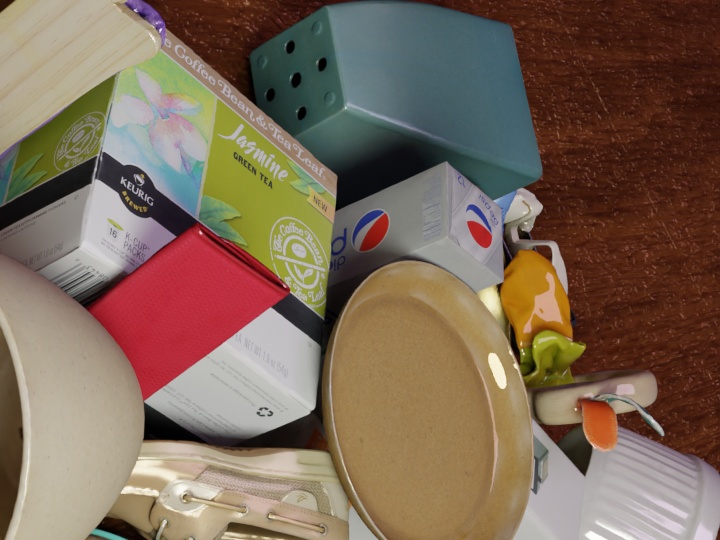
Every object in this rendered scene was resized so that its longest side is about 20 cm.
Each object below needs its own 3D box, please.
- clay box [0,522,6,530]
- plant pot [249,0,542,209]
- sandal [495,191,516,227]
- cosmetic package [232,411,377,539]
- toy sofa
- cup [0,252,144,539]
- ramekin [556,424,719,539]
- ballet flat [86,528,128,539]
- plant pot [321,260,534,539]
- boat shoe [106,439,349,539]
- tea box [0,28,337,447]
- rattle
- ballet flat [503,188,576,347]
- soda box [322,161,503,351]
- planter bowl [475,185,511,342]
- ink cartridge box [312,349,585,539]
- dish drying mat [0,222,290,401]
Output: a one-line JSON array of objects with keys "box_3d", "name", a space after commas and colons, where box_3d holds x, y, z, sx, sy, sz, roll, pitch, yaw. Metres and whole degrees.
[{"box_3d": [-0.207, 0.216, 0.886, 0.115, 0.048, 0.200, 60, 32, -9], "name": "clay box"}, {"box_3d": [0.018, -0.130, 1.345, 0.200, 0.141, 0.142, 13, 60, -46], "name": "plant pot"}, {"box_3d": [0.095, -0.059, 1.451, 0.079, 0.087, 0.200, 1, 77, -57], "name": "sandal"}, {"box_3d": [-0.020, 0.206, 1.142, 0.200, 0.071, 0.101, 55, 34, -19], "name": "cosmetic package"}, {"box_3d": [-0.190, -0.140, 0.989, 0.098, 0.200, 0.083, 48, 36, -17], "name": "toy sofa"}, {"box_3d": [-0.193, 0.077, 0.857, 0.143, 0.200, 0.201, 2, 69, -59], "name": "cup"}, {"box_3d": [0.181, 0.212, 1.317, 0.105, 0.200, 0.200, 31, 40, -5], "name": "ramekin"}, {"box_3d": [-0.103, 0.219, 1.026, 0.200, 0.067, 0.067, 37, 61, -41], "name": "ballet flat"}, {"box_3d": [0.040, 0.094, 1.077, 0.200, 0.027, 0.200, 21, 61, -43], "name": "plant pot"}, {"box_3d": [-0.099, 0.139, 1.008, 0.200, 0.071, 0.065, 3, 71, -17], "name": "boat shoe"}, {"box_3d": [-0.131, -0.017, 1.058, 0.200, 0.134, 0.197, 39, 40, -37], "name": "tea box"}, {"box_3d": [0.165, 0.056, 1.278, 0.200, 0.130, 0.143, 32, 66, -85], "name": "rattle"}, {"box_3d": [0.141, -0.027, 1.519, 0.073, 0.073, 0.200, -19, 86, -57], "name": "ballet flat"}, {"box_3d": [0.000, 0.000, 1.176, 0.068, 0.200, 0.064, 36, 43, -41], "name": "soda box"}, {"box_3d": [0.054, 0.037, 1.316, 0.200, 0.083, 0.201, -3, 90, -71], "name": "planter bowl"}, {"box_3d": [0.046, 0.139, 1.210, 0.200, 0.146, 0.084, 48, 37, -28], "name": "ink cartridge box"}, {"box_3d": [-0.138, 0.047, 0.954, 0.077, 0.200, 0.018, 37, 26, -37], "name": "dish drying mat"}]
